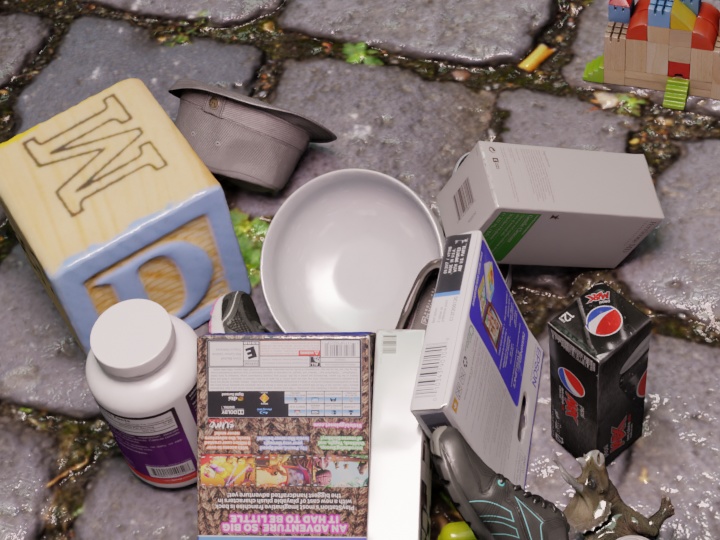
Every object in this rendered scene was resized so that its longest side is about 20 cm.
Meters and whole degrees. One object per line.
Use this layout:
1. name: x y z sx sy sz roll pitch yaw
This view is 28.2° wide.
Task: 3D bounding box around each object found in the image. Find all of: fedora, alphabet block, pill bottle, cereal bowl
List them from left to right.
1. alphabet block: -0.256 -0.046 1.520 0.196 0.196 0.200 -28 55 -15
2. pill bottle: -0.196 0.116 1.378 0.112 0.200 0.113 -4 52 6
3. fedora: -0.135 -0.144 1.616 0.199 0.177 0.091 20 88 14
4. cereal bowl: 0.000 0.000 1.488 0.199 0.083 0.201 -2 82 15

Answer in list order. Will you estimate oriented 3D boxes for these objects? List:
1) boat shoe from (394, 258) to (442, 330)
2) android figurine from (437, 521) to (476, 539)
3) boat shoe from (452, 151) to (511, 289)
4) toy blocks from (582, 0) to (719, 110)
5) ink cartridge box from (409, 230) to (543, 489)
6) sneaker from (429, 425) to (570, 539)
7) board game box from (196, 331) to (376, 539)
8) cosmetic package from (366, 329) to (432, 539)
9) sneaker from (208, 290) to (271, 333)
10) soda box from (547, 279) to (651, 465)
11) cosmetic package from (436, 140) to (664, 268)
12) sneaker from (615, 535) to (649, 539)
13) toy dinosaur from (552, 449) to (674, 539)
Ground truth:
1. boat shoe: 0.052 0.084 1.394 0.067 0.057 0.201 17 90 13
2. android figurine: 0.108 0.306 1.283 0.199 0.041 0.183 -8 53 1
3. boat shoe: 0.128 -0.062 1.545 0.073 0.068 0.200 -1 53 9
4. toy blocks: 0.353 -0.267 1.621 0.199 0.137 0.100 11 55 18
5. ink cartridge box: 0.115 0.101 1.350 0.043 0.200 0.199 -7 49 26
6. sneaker: 0.130 0.213 1.239 0.079 0.075 0.201 -32 94 -1
7. board game box: -0.065 0.158 1.325 0.158 0.097 0.201 0 89 5
8. cosmetic package: 0.038 0.161 1.297 0.050 0.083 0.201 0 67 7
9. sneaker: -0.084 0.104 1.438 0.086 0.080 0.201 -28 63 12
10. soda box: 0.219 0.101 1.320 0.071 0.200 0.063 -37 57 -18
11. cosmetic package: 0.192 -0.065 1.457 0.199 0.108 0.085 3 58 -23
12. sneaker: 0.228 0.323 1.182 0.075 0.088 0.201 -9 82 11
13. toy dinosaur: 0.236 0.260 1.275 0.102 0.077 0.201 -9 73 -15
